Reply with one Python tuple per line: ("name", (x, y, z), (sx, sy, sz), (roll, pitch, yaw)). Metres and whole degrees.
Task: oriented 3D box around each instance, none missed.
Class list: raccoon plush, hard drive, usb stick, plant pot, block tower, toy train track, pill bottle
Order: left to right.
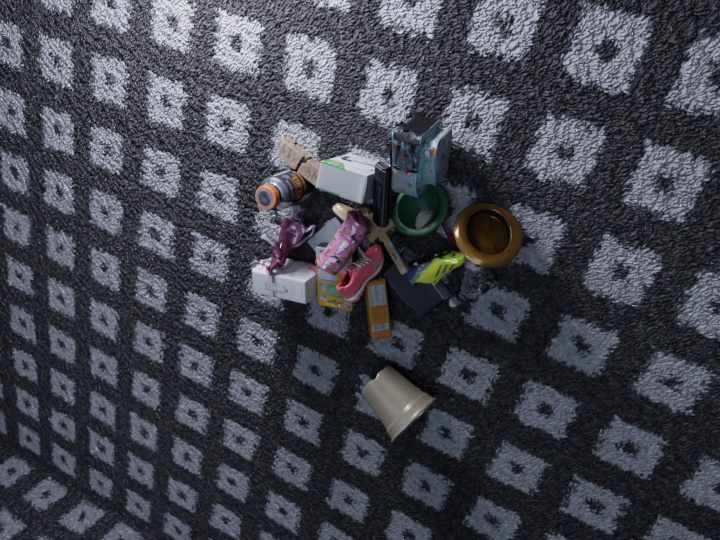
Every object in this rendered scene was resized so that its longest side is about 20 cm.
("pill bottle", (-0.235, -0.241, 1.679), (0.106, 0.200, 0.106), (9, 114, 22))
("block tower", (-0.170, -0.327, 1.701), (0.200, 0.058, 0.054), (40, 121, 8))
("hard drive", (-0.059, -0.055, 1.768), (0.140, 0.033, 0.200), (-38, 91, 31))
("usb stick", (0.057, -0.203, 1.516), (0.055, 0.033, 0.200), (44, 148, 36))
("toy train track", (0.087, -0.083, 1.618), (0.115, 0.033, 0.200), (-34, 83, 45))
("plant pot", (0.111, 0.417, 1.799), (0.183, 0.200, 0.200), (45, 122, 16))
("hard drive", (0.166, 0.042, 1.695), (0.200, 0.042, 0.135), (48, 121, 1))
("raccoon plush", (0.299, 0.017, 1.599), (0.200, 0.097, 0.134), (-33, 87, 31))

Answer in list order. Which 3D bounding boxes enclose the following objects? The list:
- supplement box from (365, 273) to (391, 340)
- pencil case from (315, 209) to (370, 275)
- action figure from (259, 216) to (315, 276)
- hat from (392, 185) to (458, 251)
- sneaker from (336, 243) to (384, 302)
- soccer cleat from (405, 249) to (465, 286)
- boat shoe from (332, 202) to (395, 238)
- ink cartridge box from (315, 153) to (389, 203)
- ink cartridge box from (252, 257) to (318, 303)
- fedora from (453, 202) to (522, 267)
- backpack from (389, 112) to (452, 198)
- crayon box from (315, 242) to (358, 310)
("supplement box", (0.053, 0.113, 1.751), (0.069, 0.067, 0.200), (-7, 108, -9))
("pencil case", (-0.052, -0.081, 1.635), (0.087, 0.083, 0.200), (36, 113, -3))
("action figure", (-0.244, -0.065, 1.770), (0.149, 0.200, 0.134), (18, 156, 2))
("hat", (0.202, -0.133, 1.621), (0.166, 0.176, 0.200), (-16, 61, 21))
("sneaker", (0.000, 0.000, 1.663), (0.074, 0.087, 0.200), (27, 83, 43))
("soccer cleat", (0.219, -0.003, 1.586), (0.200, 0.065, 0.084), (-16, 105, 38))
("boat shoe", (0.013, -0.163, 1.675), (0.200, 0.071, 0.065), (25, 114, 3))
("ink cartridge box", (-0.014, -0.264, 1.569), (0.147, 0.200, 0.083), (20, 114, 16))
("ink cartridge box", (-0.231, 0.027, 1.814), (0.200, 0.147, 0.083), (11, 115, 22))
("fedora", (0.340, -0.087, 1.514), (0.201, 0.201, 0.082), (31, 157, 11))
("backpack", (0.158, -0.296, 1.490), (0.153, 0.176, 0.200), (21, 130, 13))
("crayon box", (-0.073, 0.018, 1.754), (0.126, 0.052, 0.200), (9, 112, 22))
